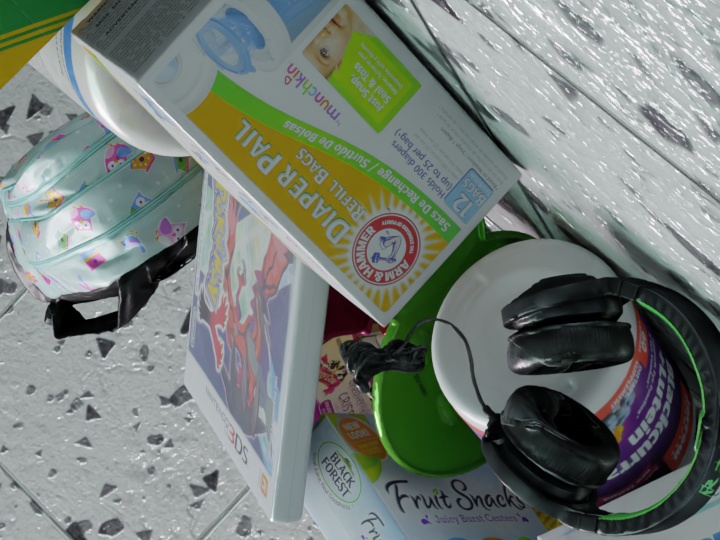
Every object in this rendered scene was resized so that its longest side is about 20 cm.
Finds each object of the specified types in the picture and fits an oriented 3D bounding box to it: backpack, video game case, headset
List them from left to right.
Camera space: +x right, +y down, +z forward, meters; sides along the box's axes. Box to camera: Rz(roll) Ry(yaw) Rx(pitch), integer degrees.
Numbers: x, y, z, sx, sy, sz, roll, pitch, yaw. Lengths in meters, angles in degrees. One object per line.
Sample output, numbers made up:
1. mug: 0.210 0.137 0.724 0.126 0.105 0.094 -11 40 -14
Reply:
1. backpack: -0.163 -0.044 1.733 0.127 0.167 0.200 49 169 -8
2. video game case: -0.062 0.016 1.524 0.023 0.201 0.182 -2 -156 -21
3. headset: 0.088 0.059 1.286 0.199 0.124 0.094 13 -173 39

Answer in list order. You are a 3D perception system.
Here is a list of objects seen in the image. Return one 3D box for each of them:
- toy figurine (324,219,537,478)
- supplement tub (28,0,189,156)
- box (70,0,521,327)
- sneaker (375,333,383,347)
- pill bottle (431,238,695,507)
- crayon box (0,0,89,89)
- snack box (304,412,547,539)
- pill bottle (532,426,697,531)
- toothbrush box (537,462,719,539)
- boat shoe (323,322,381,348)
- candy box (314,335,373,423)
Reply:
1. toy figurine: 0.000 0.000 1.527 0.184 0.150 0.200 29 157 42
2. supplement tub: -0.129 -0.153 1.436 0.132 0.132 0.200 46 175 -38
3. box: -0.031 -0.083 1.327 0.200 0.113 0.101 44 176 -31
4. sneaker: 0.077 0.057 1.753 0.075 0.100 0.200 56 -164 22
5. pill bottle: 0.122 0.072 1.444 0.111 0.111 0.200 41 176 33
6. crayon box: -0.193 -0.188 1.368 0.058 0.173 0.200 49 173 -36
7. snack box: 0.059 0.173 1.524 0.142 0.053 0.200 7 -139 -51
8. pill bottle: 0.151 0.118 1.635 0.200 0.113 0.113 43 176 9
9. toothbrush box: 0.207 0.190 1.448 0.200 0.146 0.086 46 -158 -49
10. boat shoe: 0.021 0.027 1.796 0.073 0.199 0.063 119 140 -57
11. candy box: 0.034 0.151 1.728 0.200 0.061 0.137 55 -174 -28
